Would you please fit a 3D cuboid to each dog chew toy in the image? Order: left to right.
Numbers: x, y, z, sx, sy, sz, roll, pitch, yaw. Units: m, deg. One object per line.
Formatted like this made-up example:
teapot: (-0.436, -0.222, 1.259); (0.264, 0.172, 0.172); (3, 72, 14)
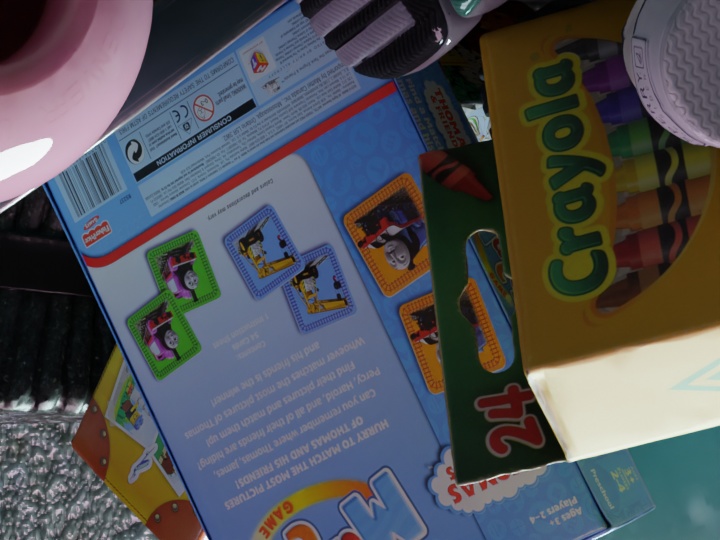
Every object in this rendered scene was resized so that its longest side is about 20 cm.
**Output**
dog chew toy: (-0.140, -0.079, 0.784); (0.124, 0.125, 0.200); (2, 179, -24)

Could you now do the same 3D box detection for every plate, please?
plate: (-0.089, -0.064, 0.889); (0.200, 0.026, 0.200); (-35, -169, 7)

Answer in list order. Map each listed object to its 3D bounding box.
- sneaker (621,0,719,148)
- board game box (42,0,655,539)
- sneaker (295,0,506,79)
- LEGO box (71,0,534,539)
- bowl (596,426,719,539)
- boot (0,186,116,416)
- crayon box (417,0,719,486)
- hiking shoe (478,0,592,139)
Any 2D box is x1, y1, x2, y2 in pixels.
sneaker: (0.152, -0.102, 0.687); (0.200, 0.073, 0.071); (-28, -163, -3)
board game box: (-0.010, 0.020, 0.883); (0.151, 0.201, 0.037); (-29, 172, 33)
sneaker: (0.060, -0.125, 0.738); (0.200, 0.075, 0.088); (-25, -168, 49)
LEGO box: (0.000, 0.000, 0.988); (0.077, 0.200, 0.149); (41, -152, 30)
bowl: (0.136, 0.043, 1.067); (0.200, 0.105, 0.201); (-14, 155, -7)
boot: (-0.080, -0.022, 1.023); (0.210, 0.159, 0.079); (-3, 172, 11)
crayon box: (0.109, -0.024, 0.729); (0.199, 0.127, 0.051); (-16, 140, 11)
hiking shoe: (0.098, -0.037, 0.848); (0.100, 0.076, 0.200); (-24, -150, 13)
